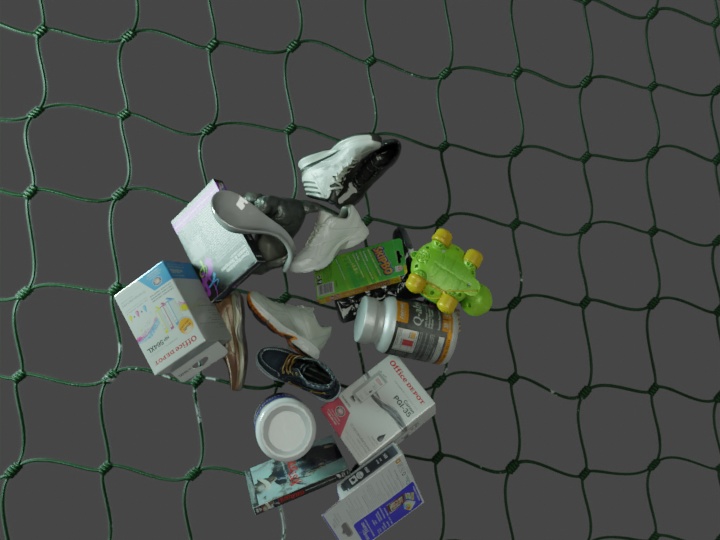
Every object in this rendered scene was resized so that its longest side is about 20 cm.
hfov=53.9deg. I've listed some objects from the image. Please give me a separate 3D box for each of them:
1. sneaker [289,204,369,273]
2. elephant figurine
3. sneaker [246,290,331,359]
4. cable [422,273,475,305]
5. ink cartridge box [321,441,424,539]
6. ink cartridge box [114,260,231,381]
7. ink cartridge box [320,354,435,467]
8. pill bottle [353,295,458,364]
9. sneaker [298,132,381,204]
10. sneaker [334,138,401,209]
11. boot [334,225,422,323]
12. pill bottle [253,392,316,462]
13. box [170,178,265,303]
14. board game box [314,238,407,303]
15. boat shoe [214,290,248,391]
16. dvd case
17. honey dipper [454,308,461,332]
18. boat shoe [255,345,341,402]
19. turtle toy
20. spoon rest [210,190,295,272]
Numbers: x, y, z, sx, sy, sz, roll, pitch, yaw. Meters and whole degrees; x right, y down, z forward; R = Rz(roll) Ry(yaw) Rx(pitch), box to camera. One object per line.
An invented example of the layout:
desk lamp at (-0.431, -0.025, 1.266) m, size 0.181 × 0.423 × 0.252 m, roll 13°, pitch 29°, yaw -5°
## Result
sneaker at (-0.079, -0.071, 1.478) m, size 0.199 × 0.077 × 0.101 m, roll -37°, pitch 115°, yaw -25°
elephant figurine at (-0.193, -0.052, 1.460) m, size 0.153 × 0.141 × 0.204 m, roll 9°, pitch 93°, yaw 32°
sneaker at (-0.147, 0.096, 1.480) m, size 0.199 × 0.076 × 0.093 m, roll 41°, pitch 73°, yaw -13°
cable at (0.161, 0.053, 1.542) m, size 0.097 × 0.050 × 0.201 m, roll 39°, pitch 79°, yaw -12°
ink cartridge box at (0.023, 0.469, 1.437) m, size 0.199 × 0.043 × 0.200 m, roll -34°, pitch 133°, yaw -13°
ink cartridge box at (-0.355, 0.102, 1.373) m, size 0.128 × 0.125 × 0.202 m, roll -33°, pitch 80°, yaw 9°
ink cartridge box at (0.038, 0.289, 1.465) m, size 0.199 × 0.083 × 0.147 m, roll -36°, pitch 66°, yaw -10°
pill bottle at (0.092, 0.119, 1.451) m, size 0.197 × 0.116 × 0.119 m, roll 13°, pitch 84°, yaw -12°
sneaker at (-0.034, -0.203, 1.472) m, size 0.198 × 0.075 × 0.117 m, roll -19°, pitch 75°, yaw 27°
sneaker at (0.012, -0.214, 1.515) m, size 0.076 × 0.091 × 0.200 m, roll 42°, pitch 81°, yaw -7°
boot at (0.026, 0.009, 1.522) m, size 0.197 × 0.066 × 0.167 m, roll -18°, pitch 76°, yaw 0°
pill bottle at (-0.153, 0.302, 1.394) m, size 0.113 × 0.200 × 0.118 m, roll 1°, pitch 85°, yaw -11°
box at (-0.287, -0.058, 1.413) m, size 0.142 × 0.036 × 0.202 m, roll -38°, pitch 71°, yaw 23°
board game box at (0.000, 0.000, 1.474) m, size 0.197 × 0.030 × 0.097 m, roll -17°, pitch 53°, yaw 12°
boat shoe at (-0.270, 0.146, 1.452) m, size 0.070 × 0.076 × 0.204 m, roll -4°, pitch 80°, yaw -4°
dvd case at (-0.129, 0.407, 1.420) m, size 0.197 × 0.146 × 0.022 m, roll -21°, pitch 108°, yaw -10°
honey dipper at (0.192, 0.031, 1.516) m, size 0.037 × 0.038 × 0.204 m, roll -6°, pitch 96°, yaw -11°
boat shoe at (-0.130, 0.194, 1.432) m, size 0.198 × 0.091 × 0.072 m, roll 22°, pitch 66°, yaw 15°
turtle toy at (0.184, 0.021, 1.445) m, size 0.198 × 0.101 × 0.147 m, roll 33°, pitch 76°, yaw 2°
spoon rest at (-0.200, -0.083, 1.350) m, size 0.199 × 0.100 × 0.060 m, roll 39°, pitch 123°, yaw -17°
